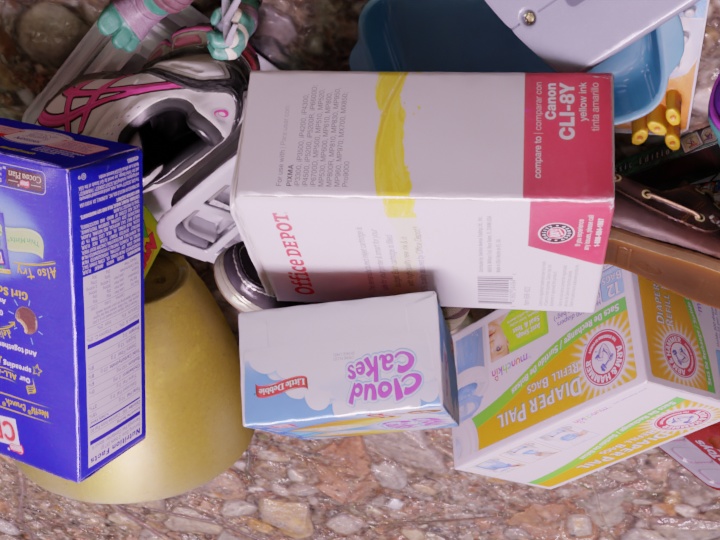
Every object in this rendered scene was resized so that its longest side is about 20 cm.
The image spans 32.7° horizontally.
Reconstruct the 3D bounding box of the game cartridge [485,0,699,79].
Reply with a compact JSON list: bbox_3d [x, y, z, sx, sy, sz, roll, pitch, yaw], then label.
[{"bbox_3d":[0.098,-0.209,0.637,0.133,0.042,0.201,-29,94,36],"label":"game cartridge"}]

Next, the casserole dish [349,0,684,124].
[{"bbox_3d":[0.092,-0.138,0.738,0.199,0.039,0.122,-5,134,18],"label":"casserole dish"}]

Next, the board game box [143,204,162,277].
[{"bbox_3d":[-0.253,-0.019,0.895,0.199,0.102,0.048,17,159,22],"label":"board game box"}]

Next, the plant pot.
[{"bbox_3d":[-0.182,0.062,0.962,0.199,0.200,0.143,6,120,7],"label":"plant pot"}]

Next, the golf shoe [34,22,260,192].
[{"bbox_3d":[-0.156,-0.086,0.792,0.199,0.092,0.073,-23,127,33],"label":"golf shoe"}]

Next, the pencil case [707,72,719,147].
[{"bbox_3d":[0.295,-0.050,0.785,0.085,0.092,0.200,25,158,51],"label":"pencil case"}]

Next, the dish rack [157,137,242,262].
[{"bbox_3d":[-0.023,-0.048,0.858,0.199,0.044,0.171,22,137,-38],"label":"dish rack"}]

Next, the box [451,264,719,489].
[{"bbox_3d":[0.164,0.075,0.899,0.101,0.113,0.200,17,146,-32],"label":"box"}]

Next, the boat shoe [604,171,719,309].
[{"bbox_3d":[0.197,-0.028,0.789,0.199,0.071,0.070,21,164,6],"label":"boat shoe"}]

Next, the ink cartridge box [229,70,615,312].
[{"bbox_3d":[0.038,-0.042,0.699,0.199,0.084,0.145,1,156,6],"label":"ink cartridge box"}]

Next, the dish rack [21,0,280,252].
[{"bbox_3d":[-0.142,-0.093,0.878,0.171,0.044,0.200,34,132,-20],"label":"dish rack"}]

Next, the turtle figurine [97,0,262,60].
[{"bbox_3d":[-0.084,-0.196,0.708,0.199,0.100,0.151,-8,99,39],"label":"turtle figurine"}]

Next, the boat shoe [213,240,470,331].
[{"bbox_3d":[0.000,0.000,0.822,0.199,0.072,0.065,9,140,-31],"label":"boat shoe"}]

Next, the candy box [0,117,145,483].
[{"bbox_3d":[-0.221,0.011,0.779,0.168,0.077,0.201,14,111,27],"label":"candy box"}]

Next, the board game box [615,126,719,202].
[{"bbox_3d":[0.187,-0.030,0.878,0.199,0.024,0.105,-19,130,30],"label":"board game box"}]

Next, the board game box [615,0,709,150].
[{"bbox_3d":[0.112,-0.160,0.756,0.199,0.026,0.201,4,137,9],"label":"board game box"}]

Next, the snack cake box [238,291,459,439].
[{"bbox_3d":[0.001,0.066,0.771,0.114,0.068,0.200,-5,169,7],"label":"snack cake box"}]

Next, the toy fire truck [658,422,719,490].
[{"bbox_3d":[0.340,0.160,0.996,0.200,0.113,0.168,36,157,-22],"label":"toy fire truck"}]
